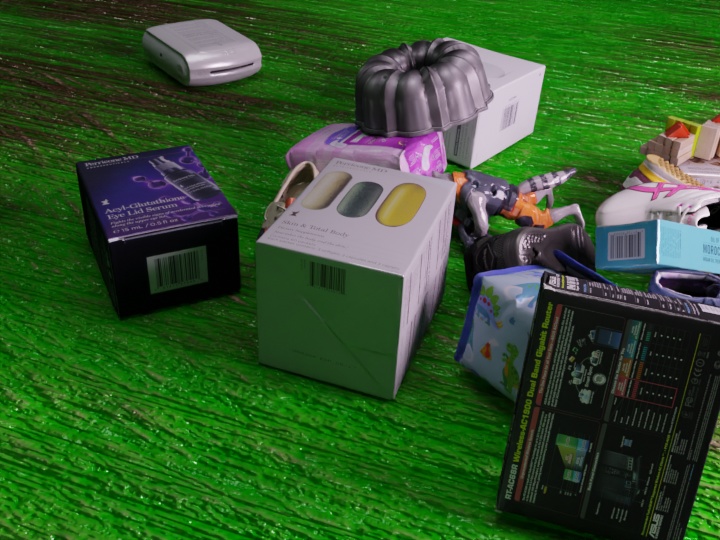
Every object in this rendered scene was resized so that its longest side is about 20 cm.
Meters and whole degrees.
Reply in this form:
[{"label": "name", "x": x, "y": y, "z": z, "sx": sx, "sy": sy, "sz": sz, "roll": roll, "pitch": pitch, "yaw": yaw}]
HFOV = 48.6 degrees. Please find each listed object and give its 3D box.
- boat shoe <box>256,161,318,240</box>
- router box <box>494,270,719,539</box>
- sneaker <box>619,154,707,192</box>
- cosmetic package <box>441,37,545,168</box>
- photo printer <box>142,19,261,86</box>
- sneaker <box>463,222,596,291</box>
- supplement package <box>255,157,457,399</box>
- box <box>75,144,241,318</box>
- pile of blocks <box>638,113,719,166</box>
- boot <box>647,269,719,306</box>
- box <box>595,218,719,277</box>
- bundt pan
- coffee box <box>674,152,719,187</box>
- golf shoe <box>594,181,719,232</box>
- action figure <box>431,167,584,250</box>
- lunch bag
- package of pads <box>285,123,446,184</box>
[{"label": "boat shoe", "x": -0.087, "y": -0.069, "z": 1.019, "sx": 0.071, "sy": 0.063, "sz": 0.201, "roll": 10, "pitch": 35, "yaw": 5}, {"label": "router box", "x": 0.201, "y": 0.114, "z": 0.647, "sx": 0.149, "sy": 0.202, "sz": 0.062, "roll": 12, "pitch": 15, "yaw": 11}, {"label": "sneaker", "x": 0.437, "y": -0.066, "z": 1.066, "sx": 0.199, "sy": 0.090, "sz": 0.075, "roll": 37, "pitch": 29, "yaw": 3}, {"label": "cosmetic package", "x": 0.158, "y": -0.279, "z": 1.302, "sx": 0.199, "sy": 0.124, "sz": 0.199, "roll": 28, "pitch": 41, "yaw": 30}, {"label": "photo printer", "x": -0.292, "y": -0.407, "z": 1.497, "sx": 0.166, "sy": 0.070, "sz": 0.200, "roll": -21, "pitch": 41, "yaw": -33}, {"label": "sneaker", "x": 0.197, "y": -0.013, "z": 0.945, "sx": 0.114, "sy": 0.077, "sz": 0.198, "roll": -8, "pitch": -3, "yaw": 44}, {"label": "supplement package", "x": 0.000, "y": 0.000, "z": 0.842, "sx": 0.151, "sy": 0.152, "sz": 0.200, "roll": 13, "pitch": 35, "yaw": 15}, {"label": "box", "x": -0.241, "y": -0.054, "z": 0.942, "sx": 0.147, "sy": 0.105, "sz": 0.200, "roll": -14, "pitch": 38, "yaw": -24}, {"label": "pile of blocks", "x": 0.487, "y": -0.199, "z": 1.123, "sx": 0.198, "sy": 0.063, "sz": 0.082, "roll": -9, "pitch": 33, "yaw": -20}, {"label": "boot", "x": 0.396, "y": 0.058, "z": 0.838, "sx": 0.198, "sy": 0.091, "sz": 0.073, "roll": 10, "pitch": 49, "yaw": 14}, {"label": "box", "x": 0.361, "y": -0.019, "z": 0.910, "sx": 0.199, "sy": 0.050, "sz": 0.082, "roll": 6, "pitch": -7, "yaw": -35}, {"label": "bundt pan", "x": 0.082, "y": -0.262, "z": 1.104, "sx": 0.200, "sy": 0.076, "sz": 0.202, "roll": -9, "pitch": 32, "yaw": 6}, {"label": "coffee box", "x": 0.527, "y": -0.122, "z": 1.140, "sx": 0.198, "sy": 0.080, "sz": 0.113, "roll": 4, "pitch": 32, "yaw": 0}, {"label": "golf shoe", "x": 0.392, "y": -0.073, "z": 0.986, "sx": 0.198, "sy": 0.073, "sz": 0.092, "roll": -4, "pitch": 9, "yaw": 18}, {"label": "action figure", "x": 0.180, "y": -0.107, "z": 1.069, "sx": 0.192, "sy": 0.105, "sz": 0.201, "roll": 4, "pitch": 33, "yaw": -12}, {"label": "lunch bag", "x": 0.227, "y": 0.067, "z": 0.800, "sx": 0.199, "sy": 0.128, "sz": 0.170, "roll": -6, "pitch": 30, "yaw": -37}, {"label": "package of pads", "x": 0.007, "y": -0.154, "z": 1.109, "sx": 0.199, "sy": 0.076, "sz": 0.120, "roll": 8, "pitch": 35, "yaw": 33}]
